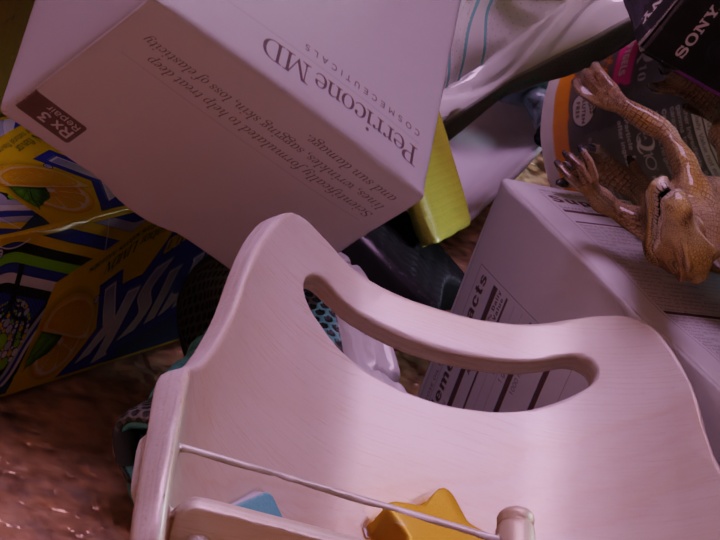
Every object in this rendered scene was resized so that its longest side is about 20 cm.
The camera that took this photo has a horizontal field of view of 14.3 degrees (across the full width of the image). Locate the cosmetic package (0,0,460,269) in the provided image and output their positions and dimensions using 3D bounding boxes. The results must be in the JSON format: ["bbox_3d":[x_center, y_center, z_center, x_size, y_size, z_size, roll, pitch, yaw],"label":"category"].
[{"bbox_3d":[-0.029,-0.107,0.902,0.113,0.081,0.201,33,44,-27],"label":"cosmetic package"}]

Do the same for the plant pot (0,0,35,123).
[{"bbox_3d":[-0.174,-0.120,1.002,0.193,0.196,0.200,22,26,3],"label":"plant pot"}]

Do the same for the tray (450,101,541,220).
[{"bbox_3d":[0.019,-0.057,1.253,0.107,0.022,0.200,25,21,8],"label":"tray"}]

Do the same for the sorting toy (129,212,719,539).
[{"bbox_3d":[0.027,0.061,0.765,0.199,0.107,0.181,17,42,-13],"label":"sorting toy"}]

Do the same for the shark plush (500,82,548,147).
[{"bbox_3d":[0.081,-0.093,1.286,0.200,0.091,0.084,2,57,-52],"label":"shark plush"}]

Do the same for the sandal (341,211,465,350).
[{"bbox_3d":[0.000,0.000,1.036,0.075,0.045,0.200,44,7,2],"label":"sandal"}]

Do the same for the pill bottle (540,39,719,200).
[{"bbox_3d":[0.176,-0.066,1.171,0.116,0.117,0.200,5,-11,-36],"label":"pill bottle"}]

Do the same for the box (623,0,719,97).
[{"bbox_3d":[0.166,-0.078,0.976,0.199,0.036,0.143,25,27,-23],"label":"box"}]

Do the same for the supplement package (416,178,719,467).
[{"bbox_3d":[0.115,0.068,0.904,0.113,0.110,0.200,8,24,-32],"label":"supplement package"}]

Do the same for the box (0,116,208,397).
[{"bbox_3d":[-0.105,-0.009,0.951,0.070,0.065,0.200,29,22,22],"label":"box"}]

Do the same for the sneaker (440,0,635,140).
[{"bbox_3d":[0.030,-0.095,1.139,0.080,0.200,0.070,59,-16,5],"label":"sneaker"}]

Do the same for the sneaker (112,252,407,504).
[{"bbox_3d":[-0.035,0.044,0.878,0.091,0.078,0.200,7,22,-23],"label":"sneaker"}]

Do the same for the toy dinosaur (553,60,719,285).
[{"bbox_3d":[0.117,-0.018,0.913,0.101,0.058,0.200,47,25,25],"label":"toy dinosaur"}]

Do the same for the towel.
[{"bbox_3d":[-0.001,-0.107,1.044,0.018,0.201,0.086,-17,2,13],"label":"towel"}]
